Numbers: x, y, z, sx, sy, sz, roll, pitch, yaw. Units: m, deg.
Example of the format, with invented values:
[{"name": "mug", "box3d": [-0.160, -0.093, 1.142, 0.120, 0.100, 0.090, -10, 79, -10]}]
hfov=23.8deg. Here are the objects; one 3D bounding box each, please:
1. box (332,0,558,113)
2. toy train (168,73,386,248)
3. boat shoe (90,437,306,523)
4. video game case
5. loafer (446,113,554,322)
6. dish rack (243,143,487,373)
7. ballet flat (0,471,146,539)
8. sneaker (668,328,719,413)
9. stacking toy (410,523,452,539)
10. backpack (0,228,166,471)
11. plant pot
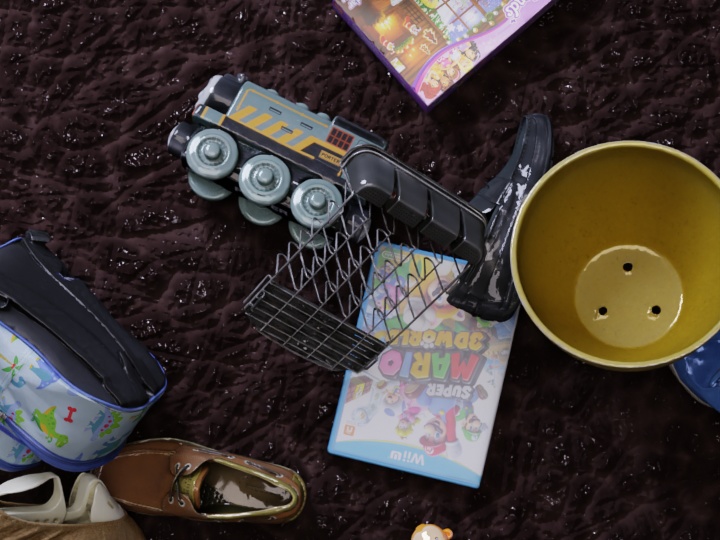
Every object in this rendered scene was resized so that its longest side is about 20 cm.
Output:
[{"name": "box", "box3d": [0.092, -0.263, 1.593, 0.200, 0.039, 0.137, -41, 85, -4]}, {"name": "toy train", "box3d": [-0.072, -0.101, 1.553, 0.200, 0.085, 0.114, 26, 73, 5]}, {"name": "boat shoe", "box3d": [-0.147, 0.188, 1.529, 0.199, 0.068, 0.072, 3, 85, 2]}, {"name": "video game case", "box3d": [0.061, 0.086, 1.564, 0.143, 0.018, 0.201, 13, 84, 2]}, {"name": "loafer", "box3d": [0.128, -0.053, 1.546, 0.070, 0.068, 0.201, 16, 75, 0]}, {"name": "dish rack", "box3d": [0.000, 0.000, 1.494, 0.153, 0.055, 0.200, 31, 119, -26]}, {"name": "ballet flat", "box3d": [-0.263, 0.211, 1.479, 0.200, 0.068, 0.073, 8, 98, -39]}, {"name": "sneaker", "box3d": [0.360, 0.115, 1.510, 0.200, 0.111, 0.077, 44, 86, 5]}, {"name": "stacking toy", "box3d": [0.110, 0.306, 1.506, 0.116, 0.110, 0.200, -36, 73, -1]}, {"name": "backpack", "box3d": [-0.281, 0.087, 1.491, 0.200, 0.183, 0.147, 39, 108, 5]}, {"name": "plant pot", "box3d": [0.235, 0.005, 1.500, 0.199, 0.142, 0.201, -2, 72, 7]}]
